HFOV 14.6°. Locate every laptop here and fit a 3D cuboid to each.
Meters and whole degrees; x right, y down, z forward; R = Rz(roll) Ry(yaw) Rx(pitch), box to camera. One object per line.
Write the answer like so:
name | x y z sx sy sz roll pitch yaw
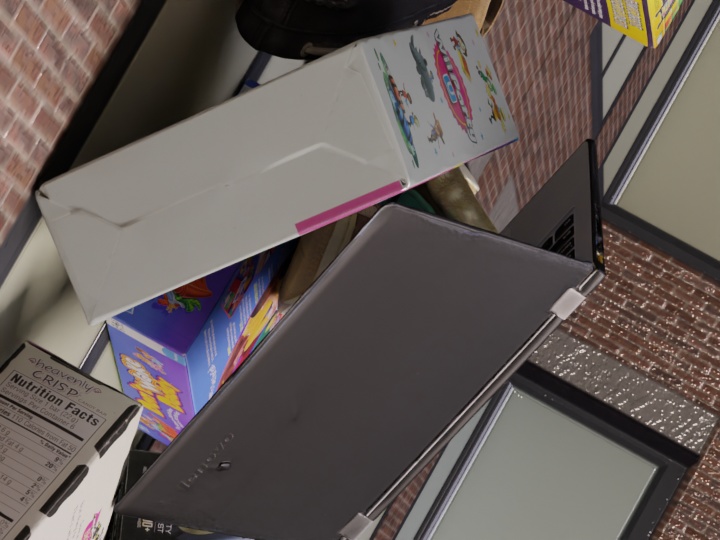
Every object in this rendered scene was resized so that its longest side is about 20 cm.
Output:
laptop | 0.004 0.021 1.218 0.187 0.116 0.200 -47 -164 24

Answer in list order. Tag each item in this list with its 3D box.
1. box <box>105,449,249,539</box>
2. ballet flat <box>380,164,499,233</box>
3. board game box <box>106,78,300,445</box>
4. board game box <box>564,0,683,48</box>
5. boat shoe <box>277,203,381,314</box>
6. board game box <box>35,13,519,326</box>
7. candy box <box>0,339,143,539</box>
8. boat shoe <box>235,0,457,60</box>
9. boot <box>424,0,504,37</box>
box | -0.103 0.225 1.508 0.164 0.086 0.200 108 -12 -51
ballet flat | 0.038 -0.028 1.486 0.068 0.062 0.200 -60 -156 22
board game box | -0.068 0.005 1.400 0.135 0.045 0.200 -59 171 -17
board game box | 0.069 -0.174 1.231 0.057 0.165 0.200 -61 172 -1
boat shoe | 0.000 0.000 1.370 0.200 0.065 0.072 76 40 -89
board game box | -0.028 -0.046 1.168 0.147 0.064 0.200 -22 -177 17
candy box | -0.169 0.138 1.101 0.200 0.061 0.137 -50 165 -48
boat shoe | 0.000 -0.129 1.280 0.060 0.074 0.200 -64 168 15
boot | 0.022 -0.115 1.446 0.074 0.075 0.200 -62 176 -39
